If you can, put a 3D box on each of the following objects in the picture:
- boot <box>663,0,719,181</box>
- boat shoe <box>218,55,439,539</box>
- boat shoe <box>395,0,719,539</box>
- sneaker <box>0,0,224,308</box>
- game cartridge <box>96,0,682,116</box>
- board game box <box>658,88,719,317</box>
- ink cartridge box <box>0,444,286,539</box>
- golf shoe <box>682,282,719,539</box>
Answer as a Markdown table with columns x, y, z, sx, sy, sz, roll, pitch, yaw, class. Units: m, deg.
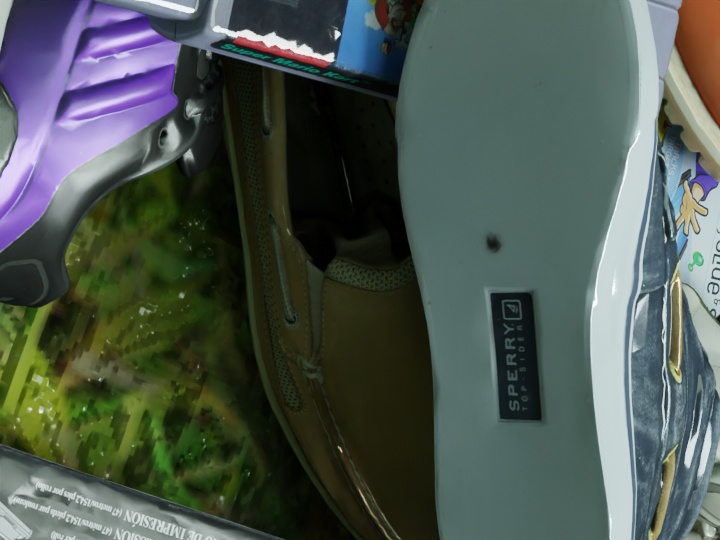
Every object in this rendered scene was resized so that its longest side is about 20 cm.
| x | y | z | sx | sy | sz | roll | pitch | yaw | class |
| --- | --- | --- | --- | --- | --- | --- | --- | --- | --- |
| 0.141 | -0.125 | 0.933 | 0.075 | 0.107 | 0.201 | 0 | 84 | -43 | boot |
| 0.000 | 0.000 | 0.856 | 0.071 | 0.076 | 0.201 | -22 | 102 | -9 | boat shoe |
| 0.058 | -0.005 | 0.809 | 0.091 | 0.070 | 0.202 | -21 | 114 | -63 | boat shoe |
| -0.070 | -0.079 | 0.811 | 0.099 | 0.069 | 0.201 | 36 | 80 | -35 | sneaker |
| 0.016 | -0.112 | 0.802 | 0.199 | 0.038 | 0.131 | 12 | 85 | -37 | game cartridge |
| 0.090 | 0.040 | 0.968 | 0.135 | 0.034 | 0.201 | 17 | 83 | -38 | board game box |
| -0.044 | 0.120 | 0.837 | 0.199 | 0.044 | 0.095 | 22 | 79 | -27 | ink cartridge box |
| 0.145 | 0.059 | 0.944 | 0.200 | 0.078 | 0.098 | 25 | 52 | -54 | golf shoe |
